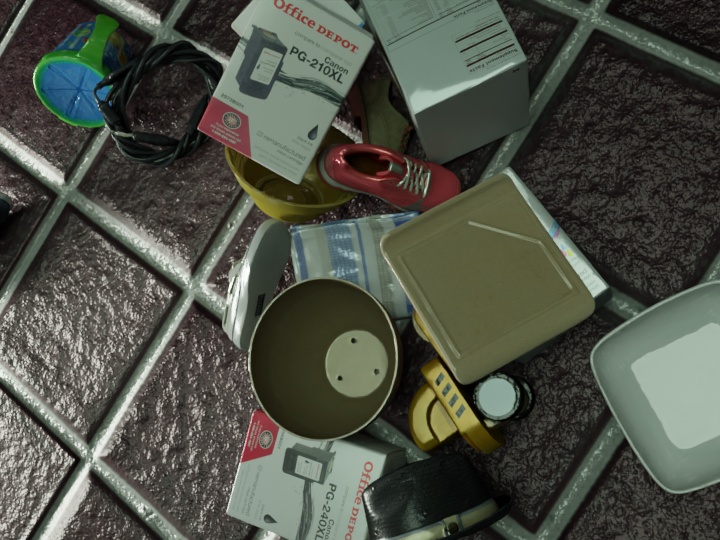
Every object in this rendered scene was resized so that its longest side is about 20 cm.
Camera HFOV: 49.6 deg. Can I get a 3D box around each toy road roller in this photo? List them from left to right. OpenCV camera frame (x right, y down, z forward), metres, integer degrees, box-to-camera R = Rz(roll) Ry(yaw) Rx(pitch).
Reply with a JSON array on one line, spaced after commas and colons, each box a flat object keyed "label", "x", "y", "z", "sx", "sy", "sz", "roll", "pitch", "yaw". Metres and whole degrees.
[{"label": "toy road roller", "x": 0.111, "y": 0.135, "z": 0.966, "sx": 0.146, "sy": 0.123, "sz": 0.200, "roll": -37, "pitch": 70, "yaw": 11}]

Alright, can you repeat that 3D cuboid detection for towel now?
[{"label": "towel", "x": 0.000, "y": 0.000, "z": 1.064, "sx": 0.199, "sy": 0.024, "sz": 0.148, "roll": -6, "pitch": 97, "yaw": 20}]

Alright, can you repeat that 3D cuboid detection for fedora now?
[{"label": "fedora", "x": 0.074, "y": 0.273, "z": 0.919, "sx": 0.200, "sy": 0.200, "sz": 0.092, "roll": -24, "pitch": 76, "yaw": 15}]

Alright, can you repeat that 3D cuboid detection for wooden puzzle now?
[{"label": "wooden puzzle", "x": 0.146, "y": 0.007, "z": 0.913, "sx": 0.184, "sy": 0.037, "sz": 0.201, "roll": -28, "pitch": 74, "yaw": -7}]

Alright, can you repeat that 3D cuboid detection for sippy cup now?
[{"label": "sippy cup", "x": -0.430, "y": -0.322, "z": 1.240, "sx": 0.177, "sy": 0.140, "sz": 0.131, "roll": -12, "pitch": 47, "yaw": 23}]

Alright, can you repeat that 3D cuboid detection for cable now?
[{"label": "cable", "x": -0.289, "y": -0.254, "z": 1.183, "sx": 0.199, "sy": 0.051, "sz": 0.164, "roll": -32, "pitch": 104, "yaw": -13}]

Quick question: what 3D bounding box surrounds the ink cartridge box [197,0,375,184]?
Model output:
[{"label": "ink cartridge box", "x": -0.089, "y": -0.234, "z": 0.965, "sx": 0.144, "sy": 0.084, "sz": 0.201, "roll": 28, "pitch": 106, "yaw": -8}]

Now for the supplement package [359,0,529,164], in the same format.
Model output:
[{"label": "supplement package", "x": 0.108, "y": -0.275, "z": 0.997, "sx": 0.146, "sy": 0.191, "sz": 0.201, "roll": -24, "pitch": 73, "yaw": 7}]

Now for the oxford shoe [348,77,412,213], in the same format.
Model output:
[{"label": "oxford shoe", "x": 0.040, "y": -0.178, "z": 1.079, "sx": 0.074, "sy": 0.070, "sz": 0.201, "roll": -18, "pitch": 80, "yaw": 6}]

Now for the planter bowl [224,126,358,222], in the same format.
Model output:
[{"label": "planter bowl", "x": -0.094, "y": -0.127, "z": 1.089, "sx": 0.200, "sy": 0.200, "sz": 0.084, "roll": 41, "pitch": 138, "yaw": 22}]

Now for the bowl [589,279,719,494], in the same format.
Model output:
[{"label": "bowl", "x": 0.388, "y": 0.131, "z": 0.891, "sx": 0.199, "sy": 0.075, "sz": 0.200, "roll": -31, "pitch": 72, "yaw": 14}]

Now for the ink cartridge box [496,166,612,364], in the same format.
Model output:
[{"label": "ink cartridge box", "x": 0.195, "y": -0.006, "z": 0.982, "sx": 0.144, "sy": 0.085, "sz": 0.200, "roll": -39, "pitch": 68, "yaw": 10}]

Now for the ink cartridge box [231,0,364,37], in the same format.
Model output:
[{"label": "ink cartridge box", "x": -0.084, "y": -0.335, "z": 1.089, "sx": 0.125, "sy": 0.200, "sz": 0.129, "roll": 43, "pitch": 97, "yaw": -10}]

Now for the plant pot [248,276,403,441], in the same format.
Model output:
[{"label": "plant pot", "x": -0.027, "y": 0.118, "z": 1.015, "sx": 0.199, "sy": 0.134, "sz": 0.202, "roll": -3, "pitch": 80, "yaw": 19}]

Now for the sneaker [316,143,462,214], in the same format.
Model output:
[{"label": "sneaker", "x": 0.045, "y": -0.118, "z": 1.000, "sx": 0.199, "sy": 0.087, "sz": 0.074, "roll": 10, "pitch": 87, "yaw": -16}]

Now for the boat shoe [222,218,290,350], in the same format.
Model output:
[{"label": "boat shoe", "x": -0.154, "y": 0.013, "z": 1.097, "sx": 0.066, "sy": 0.072, "sz": 0.201, "roll": 32, "pitch": 122, "yaw": 33}]

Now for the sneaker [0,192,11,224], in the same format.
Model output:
[{"label": "sneaker", "x": -0.644, "y": -0.027, "z": 1.294, "sx": 0.202, "sy": 0.077, "sz": 0.147, "roll": -36, "pitch": 59, "yaw": 21}]

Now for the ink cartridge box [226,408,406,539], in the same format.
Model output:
[{"label": "ink cartridge box", "x": -0.057, "y": 0.279, "z": 1.024, "sx": 0.199, "sy": 0.083, "sz": 0.146, "roll": 13, "pitch": 86, "yaw": 22}]
